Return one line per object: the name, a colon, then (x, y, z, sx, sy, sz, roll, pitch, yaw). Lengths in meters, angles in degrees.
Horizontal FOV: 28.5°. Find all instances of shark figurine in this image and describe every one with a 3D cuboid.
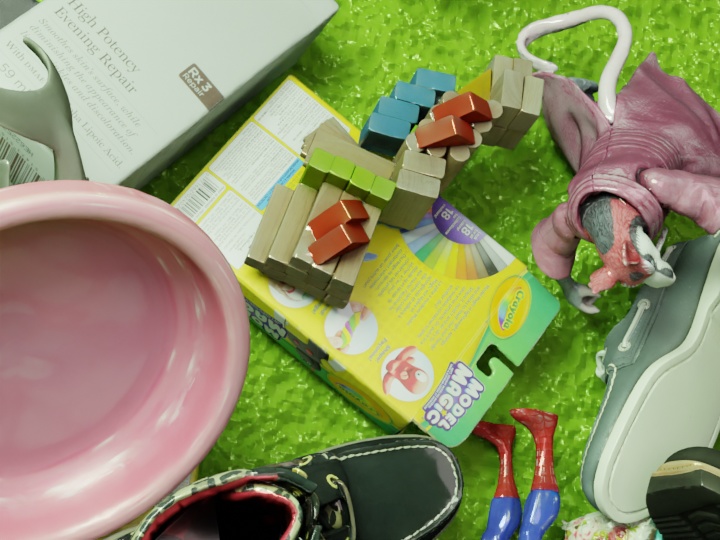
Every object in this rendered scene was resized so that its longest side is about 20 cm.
shark figurine: (-0.174, -0.004, 0.677, 0.128, 0.214, 0.089, 49, 49, -3)

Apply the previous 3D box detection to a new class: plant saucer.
plant saucer: (-0.149, 0.042, 0.644, 0.200, 0.201, 0.051, -20, 40, -17)

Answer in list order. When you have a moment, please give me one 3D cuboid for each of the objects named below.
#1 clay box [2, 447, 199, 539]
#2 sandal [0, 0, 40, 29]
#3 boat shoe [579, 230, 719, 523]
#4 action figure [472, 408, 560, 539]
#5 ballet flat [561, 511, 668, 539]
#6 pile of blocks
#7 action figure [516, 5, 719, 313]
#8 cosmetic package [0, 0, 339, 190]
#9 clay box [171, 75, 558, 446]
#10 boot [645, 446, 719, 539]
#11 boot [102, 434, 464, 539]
clay box: (-0.151, 0.168, 0.711, 0.114, 0.048, 0.201, 12, 72, -10)
sandal: (-0.175, -0.073, 0.781, 0.076, 0.043, 0.201, -19, 78, -17)
boat shoe: (0.167, 0.056, 0.795, 0.073, 0.062, 0.200, 54, 57, -31)
action figure: (0.078, 0.177, 0.749, 0.051, 0.065, 0.201, 13, 68, -37)
ballet flat: (0.129, 0.222, 0.753, 0.064, 0.076, 0.201, 0, 66, 21)
pile of blocks: (0.022, -0.067, 0.747, 0.082, 0.062, 0.200, 46, 65, 5)
action figure: (0.151, -0.056, 0.766, 0.149, 0.133, 0.200, 65, 25, -18)
cosmetic package: (-0.115, -0.115, 0.765, 0.102, 0.074, 0.200, 46, 58, -3)
clay box: (0.000, 0.000, 0.785, 0.200, 0.048, 0.115, 40, 68, 1)
boot: (0.235, 0.101, 0.781, 0.200, 0.077, 0.139, 33, 60, -35)
boot: (-0.026, 0.119, 0.652, 0.203, 0.154, 0.074, -16, 80, -18)
